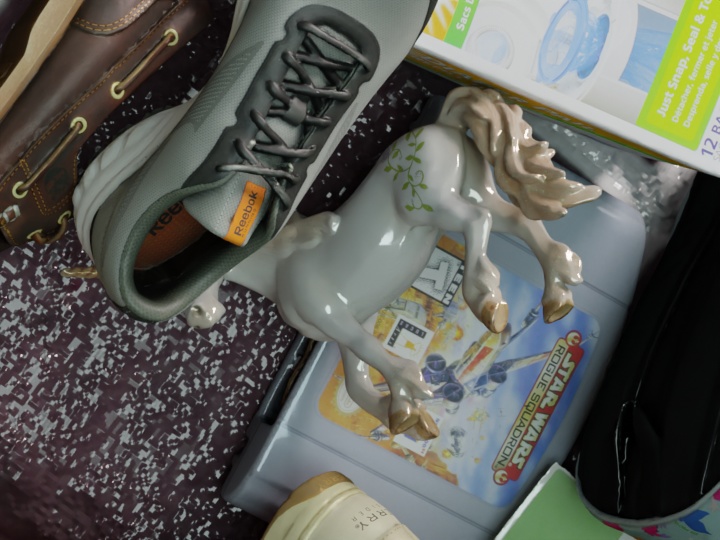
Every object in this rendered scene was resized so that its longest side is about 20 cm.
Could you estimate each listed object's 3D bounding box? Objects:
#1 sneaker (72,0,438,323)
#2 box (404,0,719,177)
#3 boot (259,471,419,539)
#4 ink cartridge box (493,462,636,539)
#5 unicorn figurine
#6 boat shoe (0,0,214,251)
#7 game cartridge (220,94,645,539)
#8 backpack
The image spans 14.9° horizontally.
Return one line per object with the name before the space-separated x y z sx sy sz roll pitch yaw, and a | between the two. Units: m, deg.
sneaker | -0.033 -0.057 1.070 0.074 0.079 0.200 30 112 -28
box | 0.071 -0.129 1.167 0.199 0.101 0.113 22 91 -21
boot | 0.004 0.206 1.162 0.073 0.155 0.201 -5 122 -61
ink cartridge box | 0.107 0.196 1.262 0.200 0.048 0.146 41 85 -19
unicorn figurine | 0.000 0.000 1.150 0.200 0.074 0.138 -38 68 5
boat shoe | -0.136 -0.047 1.127 0.070 0.070 0.200 38 86 -16
game cartridge | 0.040 0.040 1.221 0.133 0.042 0.201 28 89 -16
backpack | 0.189 0.046 1.189 0.150 0.177 0.200 37 73 -18
